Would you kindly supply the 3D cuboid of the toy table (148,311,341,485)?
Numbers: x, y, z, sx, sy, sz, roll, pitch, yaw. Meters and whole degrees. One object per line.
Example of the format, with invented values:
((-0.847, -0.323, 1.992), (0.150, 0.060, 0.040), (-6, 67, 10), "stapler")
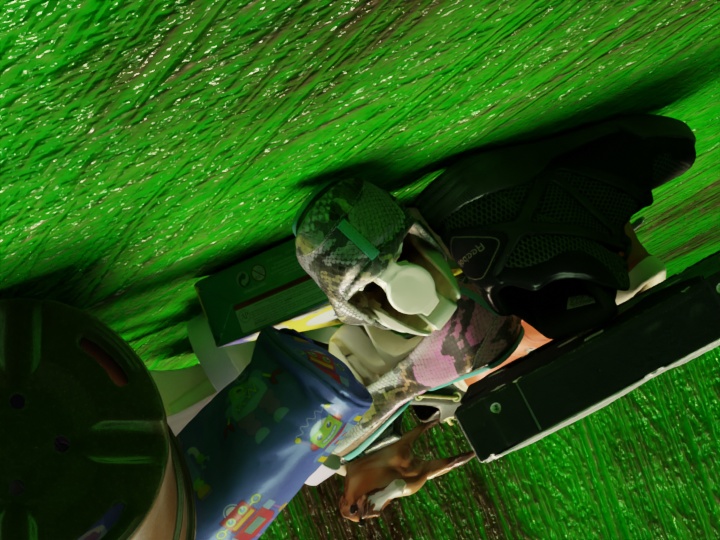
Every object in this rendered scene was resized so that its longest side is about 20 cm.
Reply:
((-0.101, 0.108, 1.763), (0.117, 0.184, 0.200), (-35, 149, 6), "toy table")

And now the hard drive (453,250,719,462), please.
((0.151, 0.041, 1.491), (0.200, 0.038, 0.140), (-29, -179, 6), "hard drive")

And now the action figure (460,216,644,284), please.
((0.110, 0.009, 1.769), (0.119, 0.102, 0.200), (20, 160, -25), "action figure")

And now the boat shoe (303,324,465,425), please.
((0.045, 0.074, 1.835), (0.201, 0.061, 0.072), (10, -174, -28), "boat shoe")

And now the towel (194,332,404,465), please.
((-0.056, 0.091, 1.929), (0.192, 0.035, 0.200), (-24, -151, 16), "towel")

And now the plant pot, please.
((-0.180, 0.109, 1.397), (0.200, 0.201, 0.198), (-19, 166, -12), "plant pot")

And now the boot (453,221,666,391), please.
((0.118, 0.030, 1.635), (0.075, 0.107, 0.200), (-32, 159, -38), "boot")

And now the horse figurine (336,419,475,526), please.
((0.017, 0.116, 1.908), (0.132, 0.050, 0.200), (-33, -150, -10), "horse figurine")

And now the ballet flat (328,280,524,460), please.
((0.023, 0.053, 1.632), (0.200, 0.071, 0.069), (-36, -166, 51), "ballet flat")

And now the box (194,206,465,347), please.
((0.000, 0.000, 1.625), (0.117, 0.048, 0.200), (-23, 175, 29), "box")

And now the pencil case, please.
((-0.083, 0.120, 1.545), (0.200, 0.087, 0.078), (-48, 139, 7), "pencil case")

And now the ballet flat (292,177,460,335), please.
((0.017, 0.005, 1.420), (0.072, 0.072, 0.200), (-21, 165, 9), "ballet flat")

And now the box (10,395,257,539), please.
((-0.179, 0.169, 1.617), (0.141, 0.200, 0.079), (-56, -169, -23), "box")

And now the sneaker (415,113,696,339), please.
((0.130, -0.022, 1.503), (0.199, 0.114, 0.076), (-18, 165, -44), "sneaker")
